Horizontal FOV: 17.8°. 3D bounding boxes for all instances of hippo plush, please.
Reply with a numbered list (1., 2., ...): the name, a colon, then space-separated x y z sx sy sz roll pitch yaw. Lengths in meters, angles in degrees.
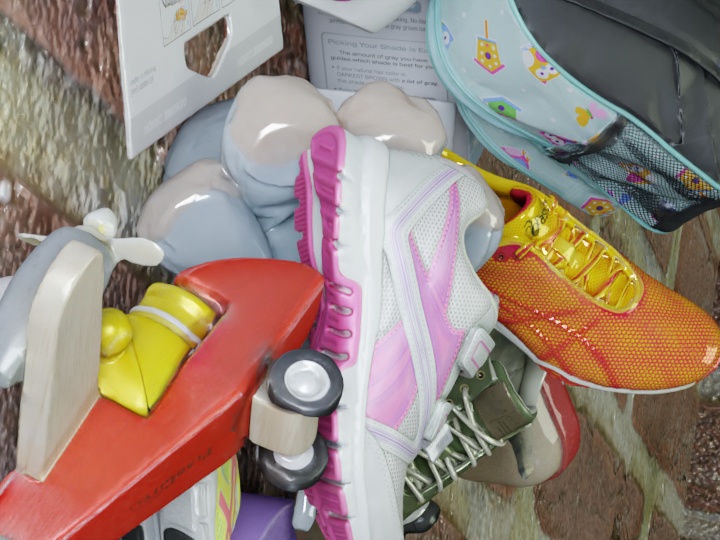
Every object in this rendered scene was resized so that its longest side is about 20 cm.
1. hippo plush: -0.018 -0.018 1.126 0.200 0.159 0.161 62 -1 -20

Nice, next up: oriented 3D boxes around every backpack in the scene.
1. backpack: 0.132 -0.134 1.265 0.200 0.153 0.176 34 62 -27

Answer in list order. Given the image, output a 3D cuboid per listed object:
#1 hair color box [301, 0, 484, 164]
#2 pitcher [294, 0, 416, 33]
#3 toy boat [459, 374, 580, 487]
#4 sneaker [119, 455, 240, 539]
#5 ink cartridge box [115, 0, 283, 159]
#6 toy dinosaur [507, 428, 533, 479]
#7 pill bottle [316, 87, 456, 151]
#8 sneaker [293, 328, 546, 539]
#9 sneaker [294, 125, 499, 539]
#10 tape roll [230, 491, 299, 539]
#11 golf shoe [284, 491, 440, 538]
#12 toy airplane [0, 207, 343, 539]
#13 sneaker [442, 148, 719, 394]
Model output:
1. hair color box: 0.020 -0.158 1.343 0.061 0.099 0.201 -61 153 -49
2. pitcher: -0.004 -0.238 1.213 0.121 0.171 0.201 20 95 -38
3. toy boat: 0.092 0.035 1.514 0.131 0.130 0.201 -34 112 -32
4. sneaker: -0.090 0.134 1.113 0.090 0.078 0.201 28 68 -75
5. ink cartridge box: -0.091 -0.164 1.058 0.200 0.045 0.177 -47 140 -63
6. toy dinosaur: 0.060 0.039 1.368 0.088 0.200 0.047 -51 143 -2
7. pill bottle: 0.000 0.000 1.305 0.114 0.113 0.201 -9 105 -73
8. sneaker: 0.048 0.071 1.219 0.200 0.090 0.067 -56 130 -23
9. sneaker: 0.020 0.038 1.015 0.081 0.088 0.201 -148 -120 -69
10. tape roll: -0.073 0.217 1.221 0.200 0.065 0.201 7 90 -74
11. golf shoe: -0.011 0.199 1.345 0.073 0.092 0.201 -57 163 -54
12. toy airplane: -0.120 0.065 0.931 0.200 0.141 0.199 -51 159 17
13. sneaker: 0.096 0.002 1.178 0.073 0.199 0.077 -64 180 -28
